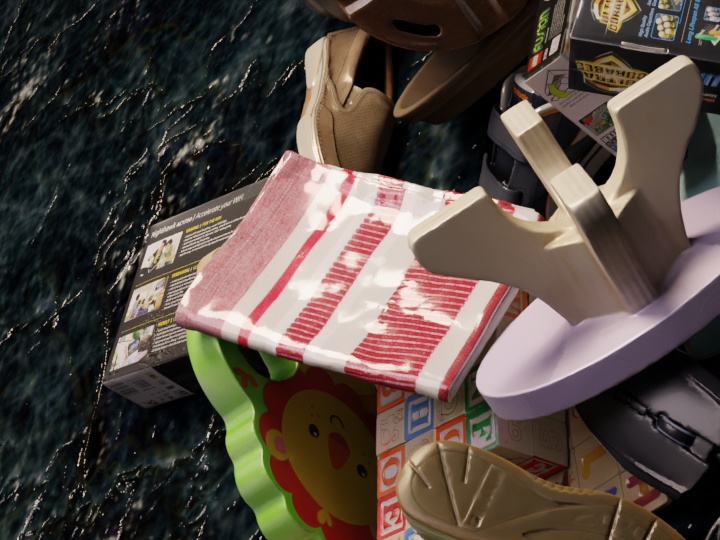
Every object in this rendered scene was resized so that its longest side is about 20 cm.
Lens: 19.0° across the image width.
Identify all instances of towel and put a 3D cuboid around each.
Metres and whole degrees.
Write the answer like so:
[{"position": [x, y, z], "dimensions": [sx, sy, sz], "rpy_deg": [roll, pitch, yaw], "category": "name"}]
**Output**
[{"position": [0.000, 0.000, 1.309], "dimensions": [0.199, 0.023, 0.145], "rpy_deg": [14, 56, 31], "category": "towel"}]

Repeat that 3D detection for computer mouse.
[{"position": [0.180, 0.058, 1.178], "dimensions": [0.141, 0.046, 0.200], "rpy_deg": [-61, 34, 16], "category": "computer mouse"}]

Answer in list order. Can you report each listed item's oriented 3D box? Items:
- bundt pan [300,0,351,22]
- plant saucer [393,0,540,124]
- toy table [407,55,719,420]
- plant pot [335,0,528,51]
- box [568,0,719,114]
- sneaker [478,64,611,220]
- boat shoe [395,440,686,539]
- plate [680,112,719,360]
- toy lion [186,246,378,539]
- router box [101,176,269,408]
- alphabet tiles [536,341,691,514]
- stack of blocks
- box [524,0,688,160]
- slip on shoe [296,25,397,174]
[{"position": [0.020, -0.273, 1.676], "dimensions": [0.201, 0.076, 0.203], "rpy_deg": [-29, 36, 23], "category": "bundt pan"}, {"position": [0.101, -0.169, 1.481], "dimensions": [0.200, 0.029, 0.200], "rpy_deg": [-44, 9, 9], "category": "plant saucer"}, {"position": [0.129, -0.020, 1.195], "dimensions": [0.199, 0.117, 0.184], "rpy_deg": [-38, 20, -7], "category": "toy table"}, {"position": [0.042, -0.243, 1.433], "dimensions": [0.201, 0.200, 0.199], "rpy_deg": [-49, 16, 16], "category": "plant pot"}, {"position": [0.218, -0.180, 1.262], "dimensions": [0.158, 0.046, 0.201], "rpy_deg": [10, 55, 11], "category": "box"}, {"position": [0.113, -0.078, 1.410], "dimensions": [0.201, 0.079, 0.078], "rpy_deg": [-56, 33, 8], "category": "sneaker"}, {"position": [0.111, 0.160, 1.183], "dimensions": [0.199, 0.063, 0.073], "rpy_deg": [21, 64, 21], "category": "boat shoe"}, {"position": [0.221, -0.034, 1.272], "dimensions": [0.200, 0.025, 0.201], "rpy_deg": [-34, 41, 35], "category": "plate"}, {"position": [-0.038, 0.091, 1.378], "dimensions": [0.068, 0.200, 0.192], "rpy_deg": [-32, 22, 33], "category": "toy lion"}, {"position": [-0.107, 0.015, 1.662], "dimensions": [0.199, 0.051, 0.150], "rpy_deg": [-18, 48, 46], "category": "router box"}, {"position": [0.127, 0.092, 1.287], "dimensions": [0.200, 0.006, 0.168], "rpy_deg": [-38, 43, 39], "category": "alphabet tiles"}, {"position": [0.067, 0.116, 1.303], "dimensions": [0.115, 0.058, 0.202], "rpy_deg": [-30, 49, 45], "category": "stack of blocks"}, {"position": [0.165, -0.161, 1.344], "dimensions": [0.035, 0.110, 0.201], "rpy_deg": [-33, 30, 40], "category": "box"}, {"position": [-0.002, -0.111, 1.609], "dimensions": [0.060, 0.076, 0.201], "rpy_deg": [-27, 36, 23], "category": "slip on shoe"}]
